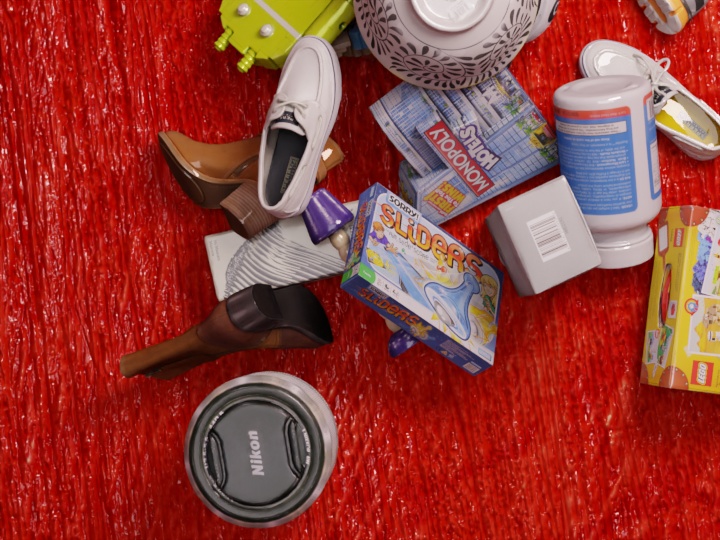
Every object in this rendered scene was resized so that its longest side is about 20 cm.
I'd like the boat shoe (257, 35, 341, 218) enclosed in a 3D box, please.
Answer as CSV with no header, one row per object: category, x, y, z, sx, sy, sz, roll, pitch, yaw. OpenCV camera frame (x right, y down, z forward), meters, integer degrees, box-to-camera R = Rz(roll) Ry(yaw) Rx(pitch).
boat shoe,-0.073,-0.158,1.572,0.071,0.066,0.202,17,93,15

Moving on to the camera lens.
camera lens,-0.106,0.194,1.606,0.158,0.200,0.162,0,88,2

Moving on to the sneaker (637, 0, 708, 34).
sneaker,0.333,-0.373,1.681,0.077,0.078,0.201,-33,90,-13

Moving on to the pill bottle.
pill bottle,0.279,-0.110,1.629,0.111,0.112,0.202,-8,109,2

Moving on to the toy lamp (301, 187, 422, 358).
toy lamp,0.000,0.000,1.617,0.058,0.058,0.201,-33,92,1

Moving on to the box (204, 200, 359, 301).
box,-0.075,-0.023,1.680,0.198,0.068,0.083,-14,88,2

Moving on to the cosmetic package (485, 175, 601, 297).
cosmetic package,0.199,-0.034,1.606,0.089,0.200,0.108,-25,90,3

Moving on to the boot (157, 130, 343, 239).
boot,-0.130,-0.137,1.681,0.155,0.077,0.199,-40,51,-19

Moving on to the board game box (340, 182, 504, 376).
board game box,0.072,0.010,1.611,0.199,0.034,0.136,33,46,-25

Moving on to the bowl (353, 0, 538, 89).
bowl,0.090,-0.289,1.498,0.198,0.094,0.203,0,96,0

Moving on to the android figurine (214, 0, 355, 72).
android figurine,-0.083,-0.312,1.651,0.200,0.041,0.182,-45,60,3

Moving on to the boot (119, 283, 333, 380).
boot,-0.147,0.090,1.661,0.199,0.188,0.069,-29,74,25

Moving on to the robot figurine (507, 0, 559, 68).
robot figurine,0.134,-0.314,1.626,0.125,0.198,0.151,56,132,33

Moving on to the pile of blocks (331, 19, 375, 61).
pile of blocks,-0.004,-0.260,1.683,0.198,0.082,0.063,-15,128,4

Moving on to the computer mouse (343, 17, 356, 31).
computer mouse,0.009,-0.362,1.702,0.200,0.046,0.140,-41,60,-13

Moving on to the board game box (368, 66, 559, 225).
board game box,0.106,-0.140,1.637,0.199,0.200,0.062,-37,46,11

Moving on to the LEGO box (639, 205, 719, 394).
LEGO box,0.407,0.038,1.635,0.147,0.077,0.203,7,88,-16

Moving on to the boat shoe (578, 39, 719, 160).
boat shoe,0.339,-0.198,1.662,0.201,0.086,0.075,40,89,3
